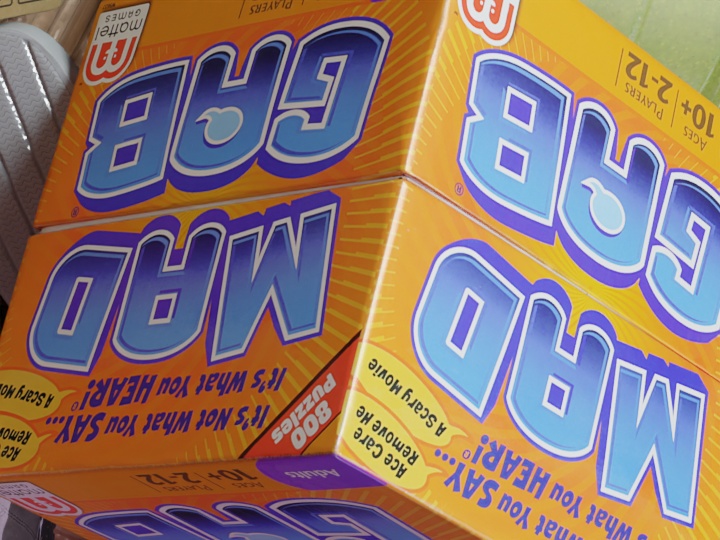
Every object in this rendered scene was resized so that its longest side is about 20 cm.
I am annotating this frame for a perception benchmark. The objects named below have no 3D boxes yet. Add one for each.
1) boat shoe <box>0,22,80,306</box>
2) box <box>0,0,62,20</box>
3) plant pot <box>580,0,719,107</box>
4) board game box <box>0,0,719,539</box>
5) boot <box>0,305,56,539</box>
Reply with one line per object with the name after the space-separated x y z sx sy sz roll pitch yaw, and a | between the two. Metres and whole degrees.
-0.108 -0.008 1.189 0.071 0.072 0.201 -48 121 -65 | boat shoe
-0.189 -0.160 1.077 0.199 0.021 0.165 -15 121 -40 | box
0.033 -0.141 1.213 0.189 0.200 0.201 4 108 -33 | plant pot
0.010 0.017 1.100 0.200 0.199 0.201 32 63 -38 | board game box
-0.181 0.096 1.198 0.130 0.068 0.201 24 85 -44 | boot
